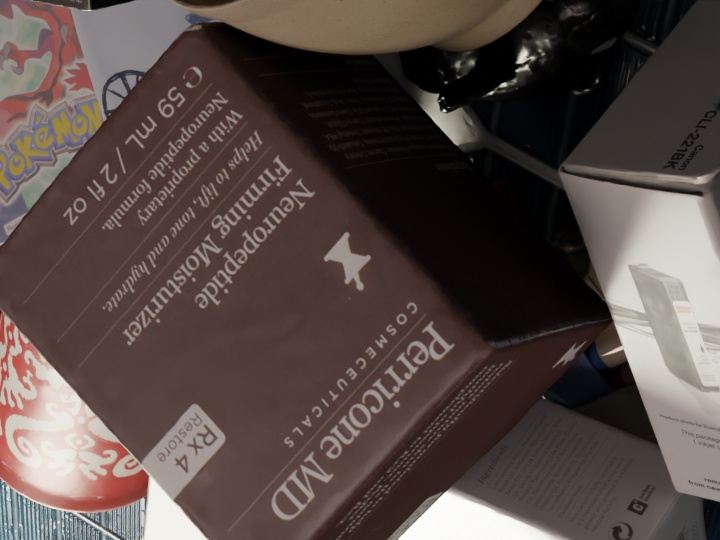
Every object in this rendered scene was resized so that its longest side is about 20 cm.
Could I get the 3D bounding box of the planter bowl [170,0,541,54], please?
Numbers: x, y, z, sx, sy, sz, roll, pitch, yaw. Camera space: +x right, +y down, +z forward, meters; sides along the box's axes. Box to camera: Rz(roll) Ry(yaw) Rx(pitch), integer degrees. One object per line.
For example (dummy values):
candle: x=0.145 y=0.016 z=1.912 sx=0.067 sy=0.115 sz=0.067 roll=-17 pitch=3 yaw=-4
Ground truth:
planter bowl: x=0.016 y=-0.177 z=1.308 sx=0.135 sy=0.201 sz=0.200 roll=27 pitch=159 yaw=-35

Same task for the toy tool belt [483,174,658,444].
toy tool belt: x=0.135 y=0.013 z=1.488 sx=0.123 sy=0.125 sz=0.200 roll=-25 pitch=118 yaw=23

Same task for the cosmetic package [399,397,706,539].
cosmetic package: x=0.069 y=0.113 z=1.474 sx=0.200 sy=0.071 sz=0.102 roll=22 pitch=147 yaw=26

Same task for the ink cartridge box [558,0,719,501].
ink cartridge box: x=0.184 y=-0.010 z=1.354 sx=0.084 sy=0.144 sz=0.200 roll=11 pitch=137 yaw=38

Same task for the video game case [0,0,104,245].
video game case: x=-0.166 y=-0.118 z=1.555 sx=0.200 sy=0.023 sz=0.183 roll=-27 pitch=81 yaw=29

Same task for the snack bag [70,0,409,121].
snack bag: x=-0.057 y=-0.116 z=1.468 sx=0.188 sy=0.021 sz=0.201 roll=-14 pitch=92 yaw=32

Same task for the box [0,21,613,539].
box: x=-0.027 y=0.011 z=1.355 sx=0.200 sy=0.164 sz=0.166 roll=47 pitch=109 yaw=14

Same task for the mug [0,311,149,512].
mug: x=-0.180 y=0.032 z=1.797 sx=0.177 sy=0.134 sz=0.200 roll=15 pitch=142 yaw=-1

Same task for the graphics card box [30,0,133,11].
graphics card box: x=-0.163 y=-0.234 z=1.458 sx=0.125 sy=0.051 sz=0.201 roll=12 pitch=110 yaw=37

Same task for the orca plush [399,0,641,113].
orca plush: x=0.047 y=-0.111 z=1.443 sx=0.200 sy=0.071 sz=0.105 roll=7 pitch=136 yaw=42

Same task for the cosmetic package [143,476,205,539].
cosmetic package: x=-0.078 y=0.139 z=1.850 sx=0.090 sy=0.107 sz=0.200 roll=26 pitch=148 yaw=8
